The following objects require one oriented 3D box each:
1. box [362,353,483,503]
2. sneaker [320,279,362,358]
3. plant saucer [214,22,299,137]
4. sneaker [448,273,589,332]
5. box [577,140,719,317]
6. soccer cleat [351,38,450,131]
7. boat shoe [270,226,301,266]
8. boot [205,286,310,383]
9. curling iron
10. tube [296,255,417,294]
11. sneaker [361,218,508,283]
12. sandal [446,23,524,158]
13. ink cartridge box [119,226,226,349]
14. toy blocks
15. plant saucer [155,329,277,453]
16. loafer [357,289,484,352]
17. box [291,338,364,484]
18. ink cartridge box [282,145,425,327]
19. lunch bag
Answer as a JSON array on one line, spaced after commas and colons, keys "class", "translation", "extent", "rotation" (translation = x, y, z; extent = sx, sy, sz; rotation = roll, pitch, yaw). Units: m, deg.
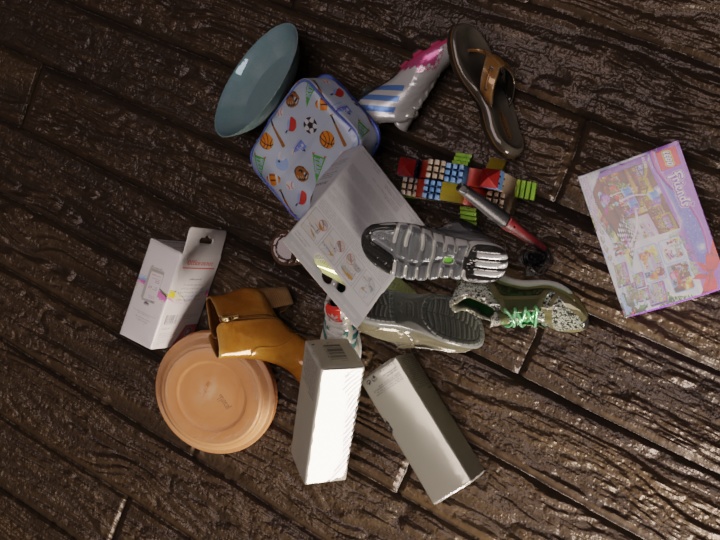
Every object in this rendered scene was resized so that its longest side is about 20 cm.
[{"class": "box", "translation": [0.088, 0.220, 1.242], "extent": [0.068, 0.082, 0.201], "rotation": [-35, 76, 18]}, {"class": "sneaker", "translation": [-0.034, 0.078, 1.293], "extent": [0.070, 0.093, 0.201], "rotation": [16, 95, 21]}, {"class": "plant saucer", "translation": [-0.148, -0.282, 1.337], "extent": [0.201, 0.039, 0.202], "rotation": [-34, 40, 34]}, {"class": "sneaker", "translation": [0.208, 0.057, 1.188], "extent": [0.199, 0.089, 0.077], "rotation": [16, 135, 27]}, {"class": "box", "translation": [0.385, -0.053, 1.154], "extent": [0.136, 0.039, 0.201], "rotation": [-19, 82, 21]}, {"class": "soccer cleat", "translation": [0.072, -0.257, 1.275], "extent": [0.199, 0.070, 0.087], "rotation": [-31, 87, 25]}, {"class": "boat shoe", "translation": [-0.034, -0.053, 1.308], "extent": [0.201, 0.075, 0.075], "rotation": [-9, 88, -1]}, {"class": "boot", "translation": [-0.147, 0.119, 1.308], "extent": [0.071, 0.143, 0.202], "rotation": [-47, 62, 51]}, {"class": "curling iron", "translation": [0.195, -0.056, 1.163], "extent": [0.025, 0.200, 0.050], "rotation": [-10, 50, 45]}, {"class": "tube", "translation": [0.000, 0.000, 1.233], "extent": [0.052, 0.200, 0.058], "rotation": [-29, 42, 32]}, {"class": "sneaker", "translation": [0.096, -0.036, 1.199], "extent": [0.199, 0.116, 0.075], "rotation": [12, 112, -6]}, {"class": "sandal", "translation": [0.184, -0.254, 1.211], "extent": [0.054, 0.081, 0.201], "rotation": [-27, 81, 50]}, {"class": "ink cartridge box", "translation": [-0.294, 0.017, 1.388], "extent": [0.067, 0.116, 0.201], "rotation": [23, 97, 20]}, {"class": "toy blocks", "translation": [0.130, -0.119, 1.206], "extent": [0.199, 0.137, 0.101], "rotation": [12, 94, 22]}, {"class": "plant saucer", "translation": [-0.230, 0.194, 1.377], "extent": [0.199, 0.032, 0.202], "rotation": [2, 102, 11]}, {"class": "loafer", "translation": [0.079, 0.073, 1.238], "extent": [0.199, 0.070, 0.076], "rotation": [15, 59, -11]}, {"class": "box", "translation": [-0.050, 0.203, 1.263], "extent": [0.082, 0.068, 0.201], "rotation": [-125, 38, -55]}, {"class": "ink cartridge box", "translation": [-0.012, -0.047, 1.183], "extent": [0.163, 0.200, 0.057], "rotation": [50, 150, -20]}, {"class": "lunch bag", "translation": [-0.068, -0.175, 1.297], "extent": [0.160, 0.075, 0.200], "rotation": [47, 127, 10]}]
